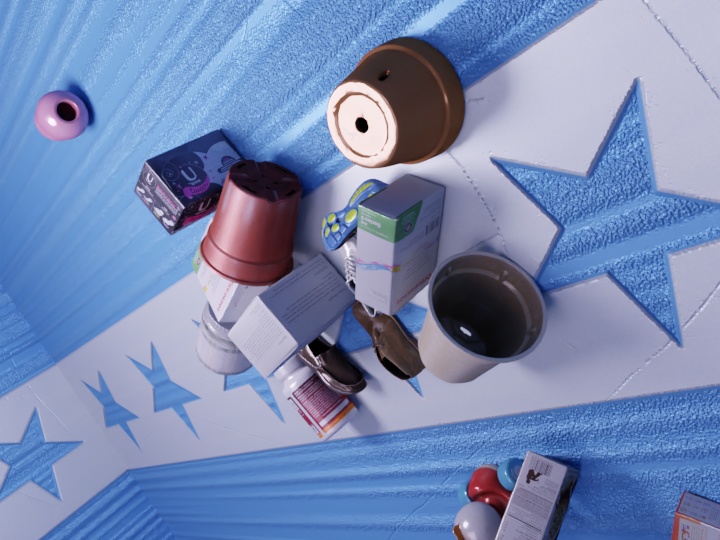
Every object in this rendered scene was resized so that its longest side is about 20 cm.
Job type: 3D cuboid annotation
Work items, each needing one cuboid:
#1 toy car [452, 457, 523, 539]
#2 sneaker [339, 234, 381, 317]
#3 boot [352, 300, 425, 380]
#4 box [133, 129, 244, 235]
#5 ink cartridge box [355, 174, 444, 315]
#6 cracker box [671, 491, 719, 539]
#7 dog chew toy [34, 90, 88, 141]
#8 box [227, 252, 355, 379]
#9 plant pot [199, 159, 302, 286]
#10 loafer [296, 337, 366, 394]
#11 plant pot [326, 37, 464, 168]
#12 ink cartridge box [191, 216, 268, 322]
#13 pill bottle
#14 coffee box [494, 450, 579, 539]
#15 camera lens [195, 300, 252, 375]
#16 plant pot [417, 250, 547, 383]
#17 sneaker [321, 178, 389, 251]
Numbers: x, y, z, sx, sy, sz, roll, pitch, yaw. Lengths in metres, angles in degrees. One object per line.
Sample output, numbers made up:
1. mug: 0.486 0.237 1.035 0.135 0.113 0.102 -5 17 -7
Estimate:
1. toy car: 0.262 0.508 1.281 0.177 0.200 0.184 47 139 7
2. sneaker: 0.000 0.000 1.267 0.073 0.071 0.200 -30 95 49
3. boot: 0.049 0.141 1.318 0.200 0.075 0.074 43 140 13
4. box: -0.347 -0.188 1.356 0.132 0.200 0.115 49 140 4
5. ink cartridge box: 0.066 -0.044 1.120 0.087 0.145 0.200 24 131 30
6. cracker box: 0.612 0.456 1.034 0.200 0.058 0.134 16 127 36
7. dog chew toy: -0.793 -0.396 1.686 0.200 0.125 0.125 -3 115 52
8. box: -0.144 0.097 1.368 0.131 0.199 0.200 49 139 5
9. plant pot: -0.212 -0.105 1.310 0.201 0.201 0.195 35 128 19
10. loafer: -0.071 0.211 1.474 0.200 0.073 0.071 30 135 23
11. plant pot: 0.043 -0.247 1.007 0.200 0.140 0.200 22 130 29
12. ink cartridge box: -0.290 -0.002 1.440 0.200 0.084 0.145 55 126 36
13. pill bottle: -0.111 0.297 1.541 0.200 0.113 0.113 49 139 4
14. coffee box: 0.319 0.440 1.167 0.080 0.200 0.113 17 172 34
15. camera lens: -0.319 0.152 1.594 0.160 0.160 0.200 40 137 15
16. plant pot: 0.185 0.098 1.098 0.200 0.200 0.184 42 149 13
17. sneaker: -0.004 -0.094 1.191 0.200 0.083 0.071 -40 57 39
